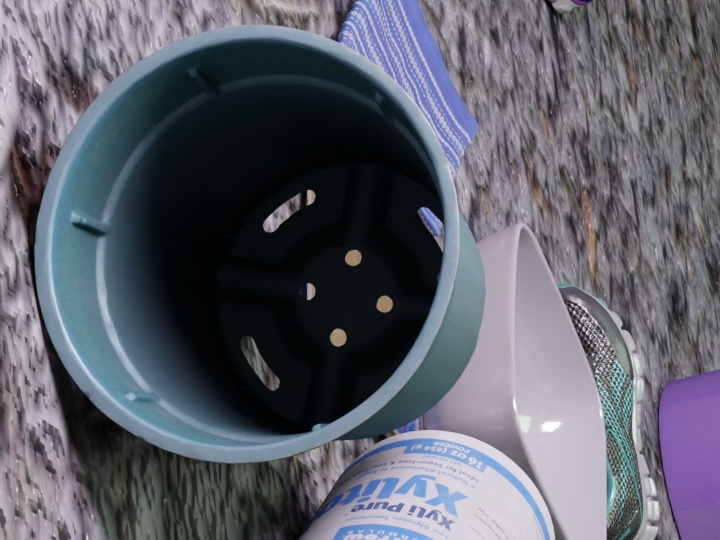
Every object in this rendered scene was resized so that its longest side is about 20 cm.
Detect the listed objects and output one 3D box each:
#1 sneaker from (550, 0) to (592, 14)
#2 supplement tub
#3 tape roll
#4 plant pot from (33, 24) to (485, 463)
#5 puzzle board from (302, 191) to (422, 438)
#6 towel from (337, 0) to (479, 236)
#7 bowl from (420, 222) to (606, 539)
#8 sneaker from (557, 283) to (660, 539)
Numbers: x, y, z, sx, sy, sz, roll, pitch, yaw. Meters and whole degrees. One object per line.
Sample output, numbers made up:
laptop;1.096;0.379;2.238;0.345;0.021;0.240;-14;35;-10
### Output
sneaker;0.164;-0.293;2.158;0.200;0.083;0.081;47;33;-50
supplement tub;0.020;0.175;1.348;0.200;0.132;0.132;-53;124;-67
tape roll;0.315;0.183;2.229;0.200;0.066;0.201;-15;90;-71
plant pot;-0.029;0.001;1.284;0.196;0.200;0.201;29;48;-73
puzzle board;0.000;0.000;1.597;0.151;0.017;0.200;53;29;-48
towel;0.032;-0.117;1.735;0.200;0.024;0.145;-69;136;-66
bowl;0.096;0.096;1.683;0.200;0.074;0.200;-84;154;-47
sneaker;0.158;0.106;1.859;0.091;0.077;0.200;4;70;-65
